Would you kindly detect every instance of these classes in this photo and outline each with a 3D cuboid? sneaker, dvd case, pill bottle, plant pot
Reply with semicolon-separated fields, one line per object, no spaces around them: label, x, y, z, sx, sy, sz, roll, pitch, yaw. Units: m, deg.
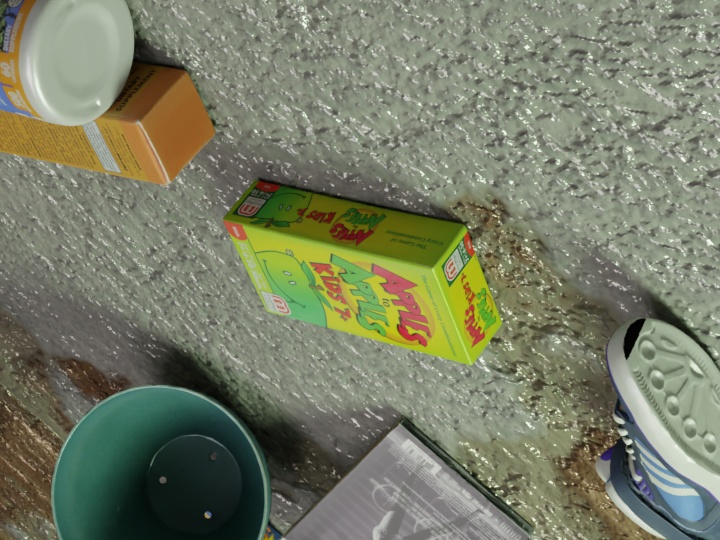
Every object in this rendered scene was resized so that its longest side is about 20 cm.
sneaker;0.199;0.120;1.411;0.200;0.081;0.146;45;146;-22
dvd case;0.034;0.232;1.728;0.149;0.016;0.200;40;124;-4
pill bottle;-0.275;-0.178;1.492;0.199;0.112;0.112;15;143;34
plant pot;-0.169;0.203;1.848;0.200;0.201;0.135;33;-176;9

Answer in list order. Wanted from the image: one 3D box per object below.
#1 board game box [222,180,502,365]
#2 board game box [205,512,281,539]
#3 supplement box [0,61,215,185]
board game box;0.000;0.000;1.499;0.199;0.048;0.102;14;141;37
board game box;-0.153;0.280;2.055;0.135;0.035;0.200;42;150;-7
supplement box;-0.211;-0.122;1.544;0.199;0.067;0.069;10;140;38
